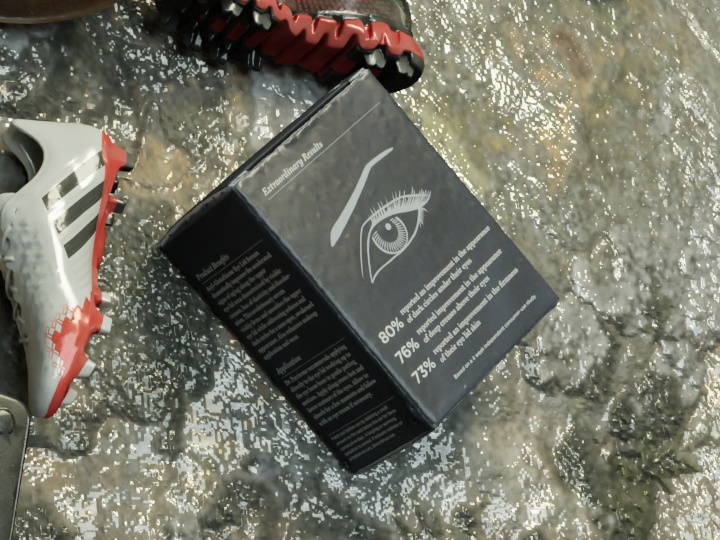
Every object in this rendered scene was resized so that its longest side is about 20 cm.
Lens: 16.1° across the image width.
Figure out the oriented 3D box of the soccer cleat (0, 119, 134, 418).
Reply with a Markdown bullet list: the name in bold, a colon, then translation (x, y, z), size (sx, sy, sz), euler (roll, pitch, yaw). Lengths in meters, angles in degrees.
- **soccer cleat**: translation (-0.190, -0.004, 1.513), size (0.085, 0.069, 0.200), euler (16, 58, -16)

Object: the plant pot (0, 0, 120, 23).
- **plant pot**: translation (-0.209, -0.289, 1.569), size (0.187, 0.187, 0.200), euler (14, 48, -27)

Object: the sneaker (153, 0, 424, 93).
- **sneaker**: translation (-0.048, -0.181, 1.674), size (0.200, 0.071, 0.098), euler (13, 63, -30)

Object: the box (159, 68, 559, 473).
- **box**: translation (0.000, 0.000, 1.603), size (0.200, 0.104, 0.148), euler (51, 53, -3)

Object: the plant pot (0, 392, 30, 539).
- **plant pot**: translation (-0.276, 0.139, 1.322), size (0.199, 0.177, 0.200), euler (19, 61, -24)
